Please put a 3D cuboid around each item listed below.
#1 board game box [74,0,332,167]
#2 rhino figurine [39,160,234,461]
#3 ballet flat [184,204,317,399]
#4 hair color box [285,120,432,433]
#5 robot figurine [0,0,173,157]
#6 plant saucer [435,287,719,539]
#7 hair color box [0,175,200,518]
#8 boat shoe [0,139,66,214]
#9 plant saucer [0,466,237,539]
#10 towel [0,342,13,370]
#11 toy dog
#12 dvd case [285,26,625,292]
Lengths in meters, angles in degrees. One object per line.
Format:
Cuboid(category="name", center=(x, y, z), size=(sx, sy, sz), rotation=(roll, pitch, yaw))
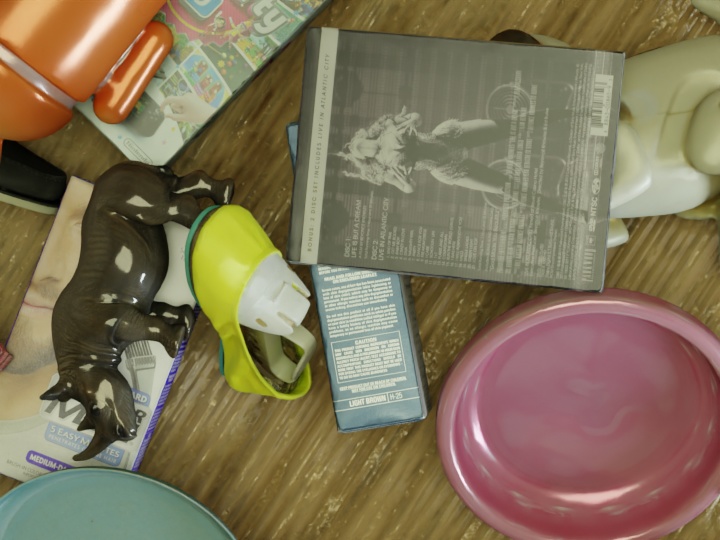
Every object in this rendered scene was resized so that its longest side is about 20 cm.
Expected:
Cuboid(category="board game box", center=(-0.119, -0.180, 1.542), size=(0.148, 0.064, 0.200), rotation=(44, 90, 0))
Cuboid(category="rhino figurine", center=(-0.150, 0.025, 1.481), size=(0.087, 0.060, 0.201), rotation=(18, 92, 4))
Cuboid(category="ballet flat", center=(-0.061, 0.025, 1.479), size=(0.067, 0.200, 0.067), rotation=(26, 66, 18))
Cuboid(category="hair color box", center=(0.000, 0.000, 1.521), size=(0.060, 0.100, 0.201), rotation=(-9, 89, 4))
Cuboid(category="robot figurine", center=(-0.197, -0.166, 1.456), size=(0.117, 0.144, 0.200), rotation=(40, 92, 29))
Cuboid(category="plant saucer", center=(0.147, 0.091, 1.509), size=(0.200, 0.051, 0.201), rotation=(0, 121, 0))
Cuboid(category="hair color box", center=(-0.174, 0.050, 1.542), size=(0.109, 0.065, 0.201), rotation=(21, 88, 1))
Cuboid(category="boat shoe", center=(-0.277, -0.103, 1.538), size=(0.201, 0.074, 0.063), rotation=(31, 98, 5))
Cuboid(category="plant saucer", center=(-0.158, 0.207, 1.521), size=(0.199, 0.027, 0.201), rotation=(4, 118, 8))
Cuboid(category="towel", center=(-0.338, 0.081, 1.535), size=(0.144, 0.023, 0.200), rotation=(43, 95, 22))
Cuboid(category="toy dog", center=(0.164, -0.096, 1.503), size=(0.199, 0.140, 0.195), rotation=(8, 84, 2))
Cuboid(category="dvd case", center=(0.058, -0.069, 1.451), size=(0.199, 0.016, 0.149), rotation=(5, 91, 9))
